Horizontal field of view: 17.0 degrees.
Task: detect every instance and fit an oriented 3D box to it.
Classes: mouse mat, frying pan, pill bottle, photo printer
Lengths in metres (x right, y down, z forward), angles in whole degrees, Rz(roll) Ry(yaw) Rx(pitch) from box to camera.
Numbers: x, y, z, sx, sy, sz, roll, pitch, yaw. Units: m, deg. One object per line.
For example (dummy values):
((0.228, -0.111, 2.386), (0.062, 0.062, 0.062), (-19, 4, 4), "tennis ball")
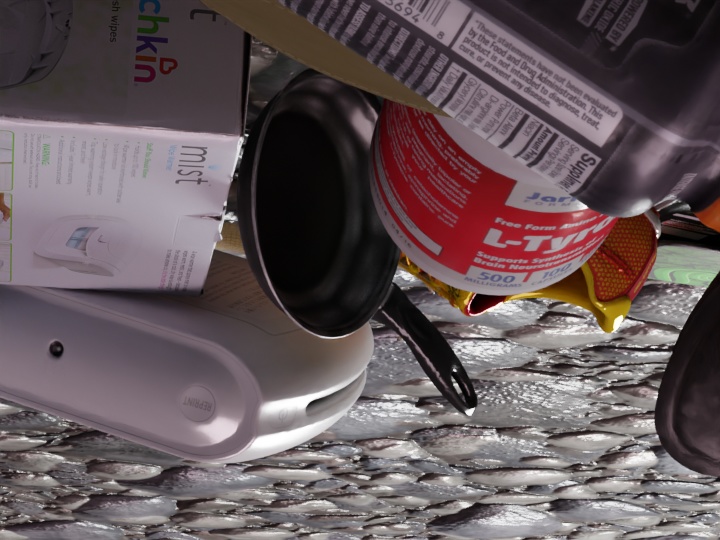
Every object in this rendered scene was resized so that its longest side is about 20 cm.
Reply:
((0.198, 0.003, 1.225), (0.160, 0.008, 0.200), (9, 177, -11), "mouse mat")
((0.002, -0.017, 1.052), (0.031, 0.116, 0.190), (0, 161, 33), "frying pan")
((0.067, -0.089, 0.793), (0.200, 0.106, 0.106), (33, 157, -1), "pill bottle")
((0.069, -0.071, 0.952), (0.112, 0.113, 0.200), (4, 161, -6), "pill bottle")
((-0.098, 0.031, 1.162), (0.199, 0.070, 0.166), (17, -166, 16), "photo printer")

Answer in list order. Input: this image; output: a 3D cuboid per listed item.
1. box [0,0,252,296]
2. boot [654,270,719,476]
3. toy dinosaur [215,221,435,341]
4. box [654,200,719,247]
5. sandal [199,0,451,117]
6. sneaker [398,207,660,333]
((-0.141, -0.064, 1.012), (0.175, 0.097, 0.200), (3, 160, -7), "box")
((0.174, -0.024, 0.906), (0.068, 0.189, 0.200), (27, -167, 2), "boot")
((-0.029, -0.010, 1.255), (0.199, 0.058, 0.101), (3, 147, 27), "toy dinosaur")
((0.239, -0.045, 1.115), (0.199, 0.050, 0.160), (10, 162, -23), "box")
((-0.045, -0.128, 0.880), (0.211, 0.070, 0.078), (22, 171, 11), "sandal")
((0.036, -0.024, 1.108), (0.199, 0.077, 0.073), (14, 156, 25), "sneaker")
